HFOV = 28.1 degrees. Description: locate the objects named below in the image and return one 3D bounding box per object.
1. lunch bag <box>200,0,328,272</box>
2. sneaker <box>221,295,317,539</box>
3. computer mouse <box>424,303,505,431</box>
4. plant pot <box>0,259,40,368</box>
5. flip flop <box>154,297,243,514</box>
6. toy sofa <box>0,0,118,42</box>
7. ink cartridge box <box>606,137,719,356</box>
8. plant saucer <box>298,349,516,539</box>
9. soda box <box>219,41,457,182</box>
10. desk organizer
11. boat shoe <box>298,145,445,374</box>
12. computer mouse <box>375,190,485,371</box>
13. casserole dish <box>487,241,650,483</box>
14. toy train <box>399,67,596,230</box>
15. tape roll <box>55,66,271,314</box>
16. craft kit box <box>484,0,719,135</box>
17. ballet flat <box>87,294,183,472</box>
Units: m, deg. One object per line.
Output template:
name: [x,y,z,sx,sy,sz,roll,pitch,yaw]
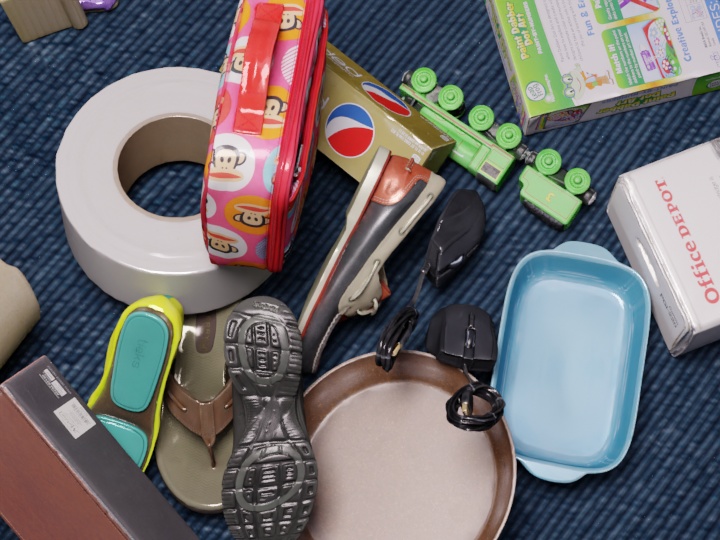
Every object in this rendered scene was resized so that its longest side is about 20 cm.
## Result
lunch bag: [-0.073,-0.118,1.084,0.081,0.177,0.202,8,60,0]
sneaker: [-0.068,0.121,1.122,0.075,0.091,0.203,2,90,0]
computer mouse: [0.084,0.069,1.113,0.058,0.200,0.034,13,110,-6]
plant pot: [-0.359,0.053,1.127,0.200,0.201,0.184,37,64,12]
flip flop: [-0.126,0.095,1.165,0.080,0.058,0.202,1,71,1]
toy sofa: [-0.293,-0.317,1.289,0.097,0.083,0.202,-19,72,-4]
ink cartridge box: [0.323,-0.035,1.188,0.198,0.085,0.147,-20,73,-7]
plant saucer: [0.027,0.163,1.137,0.198,0.035,0.203,-5,69,12]
soda box: [-0.020,-0.141,1.225,0.199,0.068,0.064,38,112,12]
desk organizer: [-0.214,0.174,1.089,0.077,0.072,0.200,-39,92,20]
boat shoe: [0.000,0.000,1.166,0.062,0.071,0.202,25,100,-6]
computer mouse: [0.061,0.008,1.156,0.034,0.059,0.201,22,52,10]
casserole dish: [0.169,0.076,1.178,0.120,0.039,0.202,10,73,4]
toy train: [0.111,-0.104,1.238,0.199,0.042,0.057,34,86,11]
tape roll: [-0.149,-0.068,1.192,0.200,0.071,0.204,2,60,-4]
craft kit box: [0.214,-0.237,1.278,0.195,0.049,0.202,-12,72,-6]
ballet flat: [-0.185,0.107,1.148,0.066,0.067,0.202,23,108,-1]
